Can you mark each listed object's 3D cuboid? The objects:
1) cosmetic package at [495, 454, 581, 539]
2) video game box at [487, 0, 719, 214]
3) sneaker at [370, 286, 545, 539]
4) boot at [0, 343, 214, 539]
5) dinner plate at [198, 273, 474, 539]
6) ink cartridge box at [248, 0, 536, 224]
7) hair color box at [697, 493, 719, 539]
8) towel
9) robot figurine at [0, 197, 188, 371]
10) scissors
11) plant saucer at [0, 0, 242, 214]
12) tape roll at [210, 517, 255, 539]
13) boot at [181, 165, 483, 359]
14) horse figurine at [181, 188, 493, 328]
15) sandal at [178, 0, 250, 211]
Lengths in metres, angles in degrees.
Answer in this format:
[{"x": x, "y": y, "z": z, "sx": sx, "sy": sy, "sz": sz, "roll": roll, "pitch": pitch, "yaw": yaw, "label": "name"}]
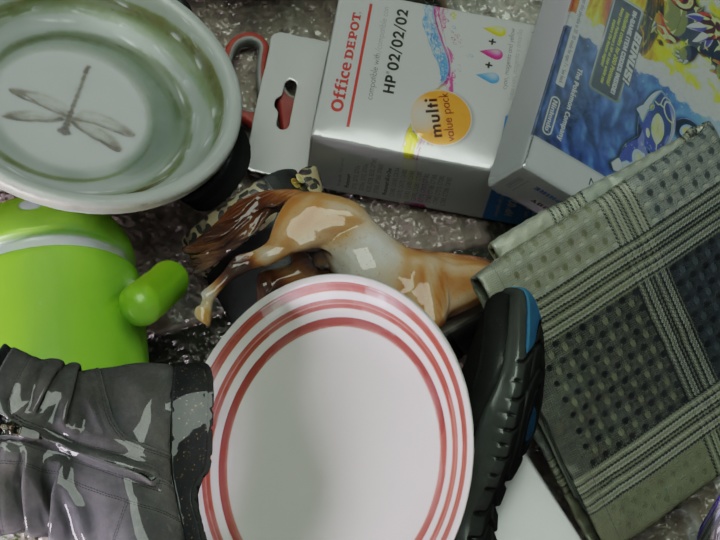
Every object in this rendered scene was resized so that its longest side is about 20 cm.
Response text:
[{"x": 0.102, "y": 0.174, "z": 1.028, "sx": 0.050, "sy": 0.083, "sz": 0.200, "roll": -26, "pitch": 68, "yaw": -15, "label": "cosmetic package"}, {"x": 0.187, "y": -0.099, "z": 1.139, "sx": 0.182, "sy": 0.047, "sz": 0.201, "roll": 29, "pitch": 63, "yaw": -22, "label": "video game box"}, {"x": 0.046, "y": 0.101, "z": 0.972, "sx": 0.082, "sy": 0.073, "sz": 0.201, "roll": 15, "pitch": 85, "yaw": 19, "label": "sneaker"}, {"x": -0.147, "y": 0.142, "z": 0.960, "sx": 0.131, "sy": 0.070, "sz": 0.201, "roll": 2, "pitch": 69, "yaw": -9, "label": "boot"}, {"x": -0.019, "y": 0.102, "z": 0.973, "sx": 0.199, "sy": 0.024, "sz": 0.201, "roll": -8, "pitch": 76, "yaw": 35, "label": "dinner plate"}, {"x": 0.032, "y": -0.109, "z": 1.166, "sx": 0.199, "sy": 0.068, "sz": 0.116, "roll": 10, "pitch": 64, "yaw": 0, "label": "ink cartridge box"}, {"x": 0.294, "y": 0.177, "z": 1.013, "sx": 0.199, "sy": 0.109, "sz": 0.065, "roll": 12, "pitch": 64, "yaw": 4, "label": "hair color box"}, {"x": 0.169, "y": 0.039, "z": 1.065, "sx": 0.200, "sy": 0.034, "sz": 0.193, "roll": -31, "pitch": 103, "yaw": -25, "label": "towel"}, {"x": -0.185, "y": 0.043, "z": 1.068, "sx": 0.175, "sy": 0.116, "sz": 0.201, "roll": -17, "pitch": 63, "yaw": 14, "label": "robot figurine"}, {"x": -0.056, "y": -0.069, "z": 1.183, "sx": 0.073, "sy": 0.014, "sz": 0.201, "roll": 2, "pitch": 66, "yaw": -8, "label": "scissors"}, {"x": -0.173, "y": -0.103, "z": 1.083, "sx": 0.199, "sy": 0.050, "sz": 0.201, "roll": 12, "pitch": 50, "yaw": -14, "label": "plant saucer"}, {"x": -0.022, "y": 0.234, "z": 1.006, "sx": 0.199, "sy": 0.066, "sz": 0.201, "roll": 0, "pitch": 63, "yaw": -1, "label": "tape roll"}, {"x": 0.000, "y": 0.000, "z": 1.114, "sx": 0.199, "sy": 0.073, "sz": 0.151, "roll": -30, "pitch": 73, "yaw": -7, "label": "boot"}, {"x": -0.009, "y": 0.011, "z": 1.046, "sx": 0.200, "sy": 0.050, "sz": 0.133, "roll": 33, "pitch": 79, "yaw": 11, "label": "horse figurine"}, {"x": -0.114, "y": -0.107, "z": 1.172, "sx": 0.075, "sy": 0.048, "sz": 0.201, "roll": -41, "pitch": 46, "yaw": 18, "label": "sandal"}]
